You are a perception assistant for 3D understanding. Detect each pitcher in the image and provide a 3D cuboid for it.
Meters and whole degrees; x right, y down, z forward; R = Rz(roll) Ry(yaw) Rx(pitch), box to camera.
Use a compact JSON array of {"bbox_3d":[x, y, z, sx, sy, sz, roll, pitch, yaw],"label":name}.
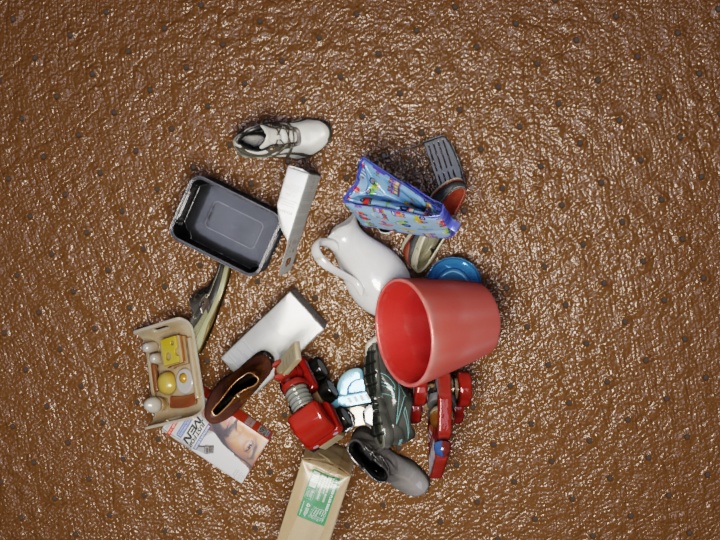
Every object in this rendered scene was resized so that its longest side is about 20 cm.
[{"bbox_3d":[0.000,0.000,1.617,0.201,0.171,0.121,51,128,-1],"label":"pitcher"}]

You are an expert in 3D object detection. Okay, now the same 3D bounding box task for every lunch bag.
[{"bbox_3d":[0.087,-0.109,1.521,0.198,0.151,0.095,23,83,18],"label":"lunch bag"}]

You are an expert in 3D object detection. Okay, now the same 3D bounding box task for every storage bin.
[{"bbox_3d":[-0.260,-0.089,1.661,0.198,0.094,0.137,26,96,2],"label":"storage bin"}]

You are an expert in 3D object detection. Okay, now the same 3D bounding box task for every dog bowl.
[{"bbox_3d":[0.178,0.072,1.670,0.110,0.050,0.203,9,96,3],"label":"dog bowl"}]

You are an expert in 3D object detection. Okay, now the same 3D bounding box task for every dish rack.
[{"bbox_3d":[0.105,-0.175,1.651,0.198,0.055,0.155,-19,95,4],"label":"dish rack"}]

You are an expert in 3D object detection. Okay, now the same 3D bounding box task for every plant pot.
[{"bbox_3d":[0.149,0.102,1.543,0.175,0.200,0.204,-7,95,-28],"label":"plant pot"}]

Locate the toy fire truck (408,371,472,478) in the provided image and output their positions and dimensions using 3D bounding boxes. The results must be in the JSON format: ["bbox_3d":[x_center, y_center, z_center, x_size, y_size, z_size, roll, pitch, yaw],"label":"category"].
[{"bbox_3d":[0.154,0.292,1.610,0.110,0.201,0.170,1,57,-4],"label":"toy fire truck"}]

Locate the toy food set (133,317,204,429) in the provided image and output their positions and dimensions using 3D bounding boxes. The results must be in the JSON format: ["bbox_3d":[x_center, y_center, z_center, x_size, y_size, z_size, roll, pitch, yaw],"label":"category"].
[{"bbox_3d":[-0.390,0.205,1.664,0.142,0.060,0.203,-17,78,32],"label":"toy food set"}]

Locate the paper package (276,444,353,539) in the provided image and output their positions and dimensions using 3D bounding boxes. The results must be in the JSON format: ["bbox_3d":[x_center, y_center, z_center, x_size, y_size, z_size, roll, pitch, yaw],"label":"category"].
[{"bbox_3d":[-0.088,0.453,1.648,0.102,0.191,0.203,18,95,0],"label":"paper package"}]

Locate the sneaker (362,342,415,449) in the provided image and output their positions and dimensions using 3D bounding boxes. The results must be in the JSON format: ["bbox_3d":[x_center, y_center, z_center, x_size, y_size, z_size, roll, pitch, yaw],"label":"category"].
[{"bbox_3d":[0.054,0.237,1.602,0.078,0.075,0.203,-5,79,-20],"label":"sneaker"}]

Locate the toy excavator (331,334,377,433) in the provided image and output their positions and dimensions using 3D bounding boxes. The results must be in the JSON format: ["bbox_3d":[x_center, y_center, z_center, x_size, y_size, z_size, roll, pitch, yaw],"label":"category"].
[{"bbox_3d":[0.017,0.211,1.676,0.192,0.100,0.203,-11,86,3],"label":"toy excavator"}]

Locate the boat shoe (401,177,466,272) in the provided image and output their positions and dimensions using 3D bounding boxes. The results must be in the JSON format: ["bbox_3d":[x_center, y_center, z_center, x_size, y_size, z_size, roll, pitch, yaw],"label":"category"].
[{"bbox_3d":[0.149,-0.087,1.619,0.071,0.063,0.201,16,121,-33],"label":"boat shoe"}]

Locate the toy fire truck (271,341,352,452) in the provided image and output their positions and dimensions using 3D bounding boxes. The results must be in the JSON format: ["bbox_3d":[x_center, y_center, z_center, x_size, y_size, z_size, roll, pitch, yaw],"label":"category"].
[{"bbox_3d":[-0.105,0.226,1.556,0.128,0.200,0.177,-34,61,10],"label":"toy fire truck"}]

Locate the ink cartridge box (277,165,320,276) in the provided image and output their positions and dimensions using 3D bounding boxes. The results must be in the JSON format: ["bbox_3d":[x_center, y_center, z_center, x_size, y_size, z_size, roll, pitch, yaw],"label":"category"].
[{"bbox_3d":[-0.136,-0.099,1.617,0.056,0.163,0.202,22,96,3],"label":"ink cartridge box"}]

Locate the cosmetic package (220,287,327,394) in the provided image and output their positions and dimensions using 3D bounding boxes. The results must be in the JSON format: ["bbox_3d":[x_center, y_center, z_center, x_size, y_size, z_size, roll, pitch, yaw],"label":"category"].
[{"bbox_3d":[-0.172,0.140,1.680,0.200,0.090,0.107,-41,92,3],"label":"cosmetic package"}]

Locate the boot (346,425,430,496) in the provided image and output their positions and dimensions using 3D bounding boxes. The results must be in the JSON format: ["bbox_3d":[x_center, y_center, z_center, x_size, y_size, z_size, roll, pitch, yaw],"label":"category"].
[{"bbox_3d":[0.053,0.399,1.664,0.199,0.132,0.070,35,95,0],"label":"boot"}]

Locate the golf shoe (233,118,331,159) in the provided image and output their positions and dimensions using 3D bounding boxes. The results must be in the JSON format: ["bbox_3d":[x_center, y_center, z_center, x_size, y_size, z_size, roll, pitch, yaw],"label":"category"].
[{"bbox_3d":[-0.154,-0.255,1.640,0.197,0.094,0.079,-10,93,3],"label":"golf shoe"}]

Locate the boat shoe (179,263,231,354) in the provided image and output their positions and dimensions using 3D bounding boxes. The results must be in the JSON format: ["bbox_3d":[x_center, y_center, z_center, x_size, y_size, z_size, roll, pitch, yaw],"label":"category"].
[{"bbox_3d":[-0.317,0.072,1.688,0.064,0.073,0.202,21,96,-4],"label":"boat shoe"}]

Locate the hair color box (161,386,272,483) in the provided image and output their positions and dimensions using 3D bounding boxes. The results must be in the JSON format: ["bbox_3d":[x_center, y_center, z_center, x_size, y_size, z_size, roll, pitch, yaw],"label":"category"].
[{"bbox_3d":[-0.293,0.330,1.714,0.199,0.064,0.112,33,95,-1],"label":"hair color box"}]

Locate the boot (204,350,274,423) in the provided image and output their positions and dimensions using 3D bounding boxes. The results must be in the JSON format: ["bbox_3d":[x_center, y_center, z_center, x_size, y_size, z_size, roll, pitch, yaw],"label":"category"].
[{"bbox_3d":[-0.239,0.241,1.552,0.188,0.200,0.069,-38,95,7],"label":"boot"}]
